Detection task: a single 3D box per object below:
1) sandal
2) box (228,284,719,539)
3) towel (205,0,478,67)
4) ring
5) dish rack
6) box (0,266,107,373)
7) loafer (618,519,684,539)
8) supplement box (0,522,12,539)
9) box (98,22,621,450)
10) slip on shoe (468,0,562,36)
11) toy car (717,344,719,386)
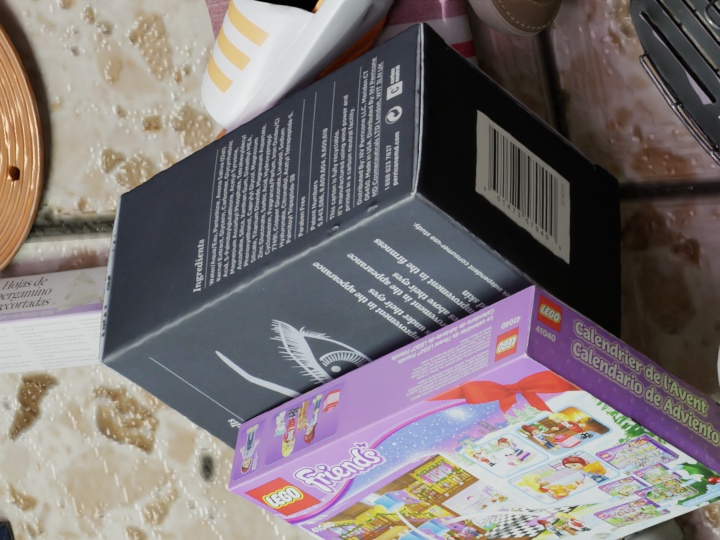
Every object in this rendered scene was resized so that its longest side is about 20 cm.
[{"bbox_3d":[-0.022,-0.130,1.406,0.059,0.079,0.207,43,116,12],"label":"sandal"},{"bbox_3d":[0.056,0.084,1.345,0.137,0.039,0.200,32,141,-30],"label":"box"},{"bbox_3d":[0.006,-0.059,1.470,0.144,0.023,0.200,-5,106,34],"label":"towel"},{"bbox_3d":[-0.250,-0.083,1.641,0.200,0.019,0.201,12,113,30],"label":"ring"},{"bbox_3d":[0.203,-0.116,1.290,0.153,0.055,0.200,53,128,9],"label":"dish rack"},{"bbox_3d":[-0.129,0.023,1.573,0.200,0.039,0.041,-7,131,37],"label":"box"},{"bbox_3d":[0.100,0.202,1.464,0.070,0.075,0.200,52,127,13],"label":"loafer"},{"bbox_3d":[-0.284,0.269,1.677,0.134,0.200,0.200,-6,103,36],"label":"supplement box"},{"bbox_3d":[0.000,0.000,1.378,0.200,0.104,0.148,-26,133,32],"label":"box"},{"bbox_3d":[0.087,-0.200,1.330,0.061,0.076,0.200,16,108,37],"label":"slip on shoe"},{"bbox_3d":[0.255,0.044,1.265,0.200,0.175,0.150,32,88,22],"label":"toy car"}]
